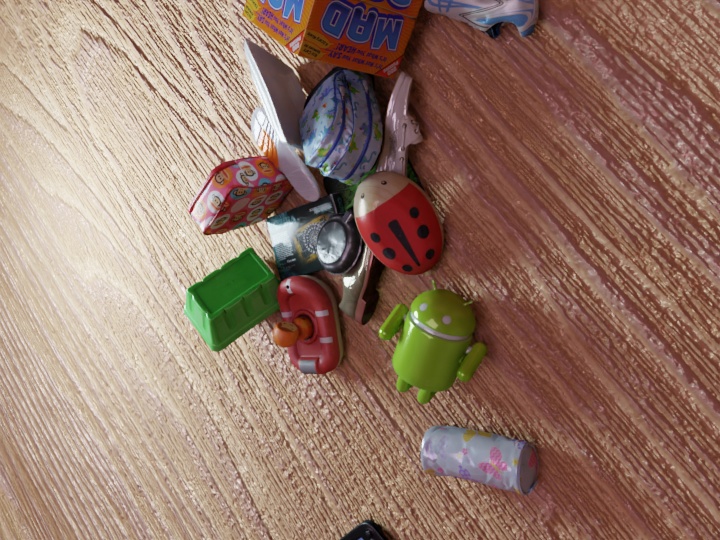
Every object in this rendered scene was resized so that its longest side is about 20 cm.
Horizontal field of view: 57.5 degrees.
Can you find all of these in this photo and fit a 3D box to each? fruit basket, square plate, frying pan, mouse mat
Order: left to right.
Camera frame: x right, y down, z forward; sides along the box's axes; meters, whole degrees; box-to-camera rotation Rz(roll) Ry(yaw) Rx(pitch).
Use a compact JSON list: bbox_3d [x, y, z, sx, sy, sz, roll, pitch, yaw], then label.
[{"bbox_3d":[-0.263,0.068,1.384,0.156,0.214,0.217,46,123,23],"label":"fruit basket"},{"bbox_3d":[-0.135,-0.298,1.185,0.028,0.198,0.202,-25,83,18],"label":"square plate"},{"bbox_3d":[-0.020,-0.072,1.188,0.190,0.031,0.116,-43,57,31],"label":"frying pan"},{"bbox_3d":[0.021,-0.149,1.210,0.199,0.007,0.162,-33,78,37],"label":"mouse mat"}]

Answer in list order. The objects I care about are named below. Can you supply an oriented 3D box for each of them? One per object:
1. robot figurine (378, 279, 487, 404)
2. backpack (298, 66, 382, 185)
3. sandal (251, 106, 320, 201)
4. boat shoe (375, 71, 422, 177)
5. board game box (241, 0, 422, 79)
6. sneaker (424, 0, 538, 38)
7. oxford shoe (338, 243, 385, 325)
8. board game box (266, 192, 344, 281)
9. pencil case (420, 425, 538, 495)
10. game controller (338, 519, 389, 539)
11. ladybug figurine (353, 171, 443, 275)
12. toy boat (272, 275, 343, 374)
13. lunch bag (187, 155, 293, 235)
[{"bbox_3d":[0.124,0.121,1.109,0.174,0.115,0.202,27,113,21],"label":"robot figurine"},{"bbox_3d":[-0.033,-0.240,1.116,0.163,0.153,0.202,-40,59,36],"label":"backpack"},{"bbox_3d":[-0.133,-0.226,1.260,0.208,0.059,0.079,53,144,-1],"label":"sandal"},{"bbox_3d":[0.074,-0.232,1.119,0.068,0.071,0.203,12,109,9],"label":"boat shoe"},{"bbox_3d":[-0.038,-0.454,1.048,0.200,0.198,0.202,46,124,40],"label":"board game box"},{"bbox_3d":[0.177,-0.395,1.001,0.199,0.071,0.073,22,120,37],"label":"sneaker"},{"bbox_3d":[0.000,0.000,1.208,0.074,0.070,0.202,23,112,24],"label":"oxford shoe"},{"bbox_3d":[-0.102,-0.063,1.305,0.198,0.028,0.137,-13,90,41],"label":"board game box"},{"bbox_3d":[0.198,0.319,1.109,0.198,0.083,0.092,-1,92,38],"label":"pencil case"},{"bbox_3d":[-0.004,0.591,1.348,0.105,0.042,0.200,53,126,18],"label":"game controller"},{"bbox_3d":[0.067,-0.071,1.106,0.135,0.072,0.201,-34,105,14],"label":"ladybug figurine"},{"bbox_3d":[-0.120,0.113,1.291,0.129,0.130,0.203,-6,95,38],"label":"toy boat"},{"bbox_3d":[-0.235,-0.139,1.293,0.082,0.199,0.176,51,124,13],"label":"lunch bag"}]
